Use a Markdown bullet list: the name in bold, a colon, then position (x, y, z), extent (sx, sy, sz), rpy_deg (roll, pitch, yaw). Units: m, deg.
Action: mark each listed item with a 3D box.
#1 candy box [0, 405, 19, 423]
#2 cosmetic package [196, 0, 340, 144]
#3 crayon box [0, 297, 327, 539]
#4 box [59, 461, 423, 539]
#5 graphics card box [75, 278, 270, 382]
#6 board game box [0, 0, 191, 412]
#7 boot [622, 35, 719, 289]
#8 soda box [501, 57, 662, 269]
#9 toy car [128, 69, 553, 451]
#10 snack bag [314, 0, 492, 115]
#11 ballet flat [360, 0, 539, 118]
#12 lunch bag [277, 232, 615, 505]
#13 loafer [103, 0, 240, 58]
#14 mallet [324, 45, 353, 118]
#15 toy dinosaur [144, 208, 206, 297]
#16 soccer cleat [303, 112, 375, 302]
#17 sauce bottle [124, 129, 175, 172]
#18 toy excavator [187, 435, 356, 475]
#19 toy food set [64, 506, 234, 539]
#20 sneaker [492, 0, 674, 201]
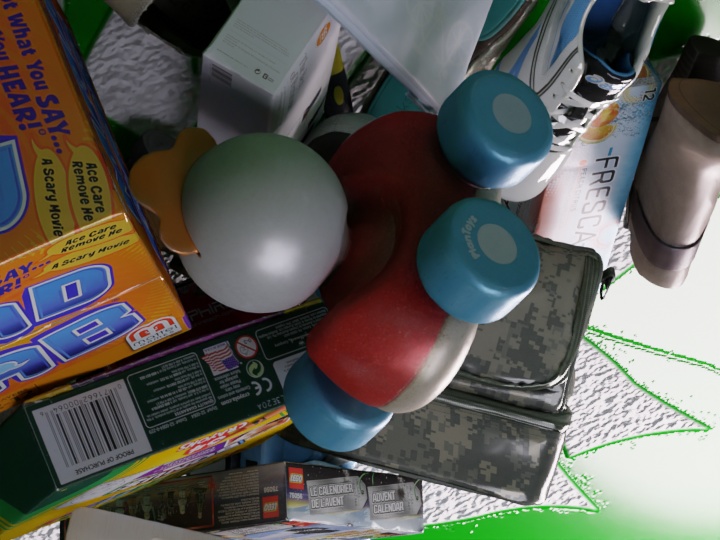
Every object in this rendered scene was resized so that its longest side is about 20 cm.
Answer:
- **candy box**: position (-0.301, 0.097, 1.674), extent (0.136, 0.061, 0.199), rpy_deg (-8, 158, 43)
- **cosmetic package**: position (-0.052, -0.106, 1.548), extent (0.083, 0.050, 0.200), rpy_deg (-59, 175, -17)
- **crayon box**: position (-0.122, 0.091, 1.595), extent (0.199, 0.059, 0.173), rpy_deg (-19, 170, -26)
- **box**: position (-0.078, 0.156, 1.744), extent (0.199, 0.040, 0.137), rpy_deg (-11, 166, 38)
- **graphics card box**: position (-0.124, 0.076, 1.759), extent (0.125, 0.051, 0.200), rpy_deg (-21, 157, -25)
- **board game box**: position (-0.231, -0.044, 1.446), extent (0.199, 0.201, 0.200), rpy_deg (-24, 161, -1)
- **boot**: position (0.211, -0.057, 1.731), extent (0.070, 0.200, 0.147), rpy_deg (13, 114, -2)
- **soda box**: position (0.136, -0.068, 1.771), extent (0.068, 0.064, 0.201), rpy_deg (-9, 140, -19)
- **toy car**: position (-0.029, -0.031, 1.462), extent (0.199, 0.178, 0.184), rpy_deg (25, 140, -19)
- **snack bag**: position (0.036, -0.205, 1.492), extent (0.188, 0.021, 0.201), rpy_deg (40, 66, -50)
- **ballet flat**: position (0.062, -0.149, 1.649), extent (0.200, 0.067, 0.062), rpy_deg (-53, 169, 27)
- **lunch bag**: position (0.049, 0.041, 1.745), extent (0.199, 0.139, 0.169), rpy_deg (16, 100, -2)
- **loafer**: position (-0.124, -0.180, 1.495), extent (0.076, 0.069, 0.200), rpy_deg (-40, 139, 19)
- **mallet**: position (-0.009, -0.131, 1.646), extent (0.066, 0.041, 0.200), rpy_deg (-26, 147, -2)
- **toy dinosaur**: position (-0.141, -0.033, 1.609), extent (0.199, 0.060, 0.107), rpy_deg (22, 84, -8)
- **soccer cleat**: position (0.000, 0.000, 1.649), extent (0.069, 0.086, 0.201), rpy_deg (2, 110, 11)
- **sauce bottle**: position (-0.172, -0.002, 1.677), extent (0.066, 0.066, 0.200), rpy_deg (17, 127, -41)
- **toy excavator**: position (-0.018, 0.131, 1.874), extent (0.199, 0.196, 0.100), rpy_deg (-17, 152, 39)
- **toy food set**: position (-0.114, 0.184, 1.672), extent (0.142, 0.061, 0.200), rpy_deg (14, 163, -5)
- **sneaker**: position (0.125, -0.113, 1.618), extent (0.071, 0.073, 0.201), rpy_deg (8, 130, -25)
